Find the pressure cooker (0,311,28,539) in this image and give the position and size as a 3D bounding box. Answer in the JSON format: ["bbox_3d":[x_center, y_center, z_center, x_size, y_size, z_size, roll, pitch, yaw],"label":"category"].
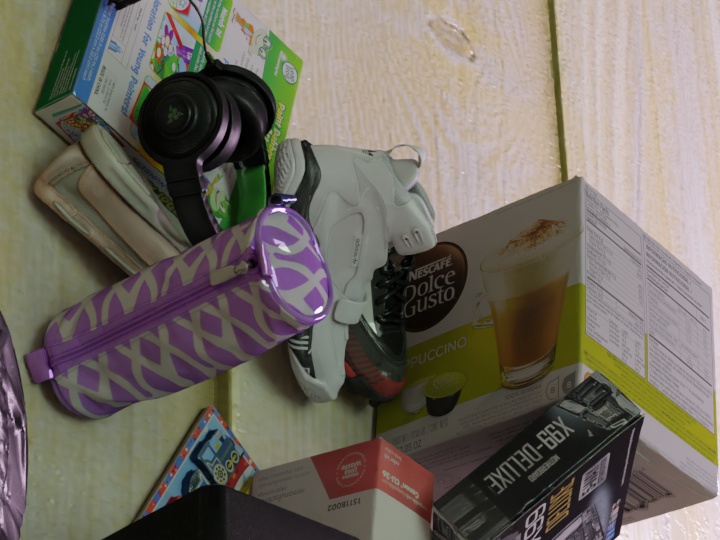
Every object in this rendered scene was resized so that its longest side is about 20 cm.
[{"bbox_3d":[-0.284,0.086,1.036,0.176,0.198,0.180,-76,159,-67],"label":"pressure cooker"}]

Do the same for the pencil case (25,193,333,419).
[{"bbox_3d":[-0.110,0.029,1.293,0.085,0.199,0.085,-13,77,-61],"label":"pencil case"}]

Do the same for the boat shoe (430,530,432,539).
[{"bbox_3d":[0.009,0.254,1.468,0.200,0.070,0.064,-66,159,-55],"label":"boat shoe"}]

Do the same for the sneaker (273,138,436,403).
[{"bbox_3d":[0.000,0.000,1.483,0.075,0.114,0.202,-87,172,-72],"label":"sneaker"}]

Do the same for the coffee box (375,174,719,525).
[{"bbox_3d":[0.149,0.079,1.620,0.200,0.199,0.199,35,47,-39],"label":"coffee box"}]

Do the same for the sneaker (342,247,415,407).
[{"bbox_3d":[0.007,0.000,1.556,0.071,0.097,0.202,-4,78,-56],"label":"sneaker"}]

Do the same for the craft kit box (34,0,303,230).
[{"bbox_3d":[-0.132,-0.134,1.480,0.197,0.048,0.201,41,44,-32],"label":"craft kit box"}]

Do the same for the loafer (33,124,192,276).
[{"bbox_3d":[-0.145,-0.010,1.397,0.200,0.063,0.072,53,5,-28],"label":"loafer"}]

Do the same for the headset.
[{"bbox_3d":[-0.117,-0.104,1.401,0.123,0.093,0.202,-30,111,-68],"label":"headset"}]

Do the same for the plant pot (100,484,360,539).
[{"bbox_3d":[-0.082,0.245,1.221,0.199,0.199,0.179,26,48,-39],"label":"plant pot"}]

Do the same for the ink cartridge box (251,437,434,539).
[{"bbox_3d":[-0.020,0.224,1.361,0.067,0.116,0.202,37,46,-40],"label":"ink cartridge box"}]

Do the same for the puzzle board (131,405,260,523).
[{"bbox_3d":[-0.098,0.209,1.377,0.151,0.017,0.200,55,38,-20],"label":"puzzle board"}]

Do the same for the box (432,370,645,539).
[{"bbox_3d":[0.123,0.178,1.460,0.157,0.201,0.050,-37,64,-20],"label":"box"}]
